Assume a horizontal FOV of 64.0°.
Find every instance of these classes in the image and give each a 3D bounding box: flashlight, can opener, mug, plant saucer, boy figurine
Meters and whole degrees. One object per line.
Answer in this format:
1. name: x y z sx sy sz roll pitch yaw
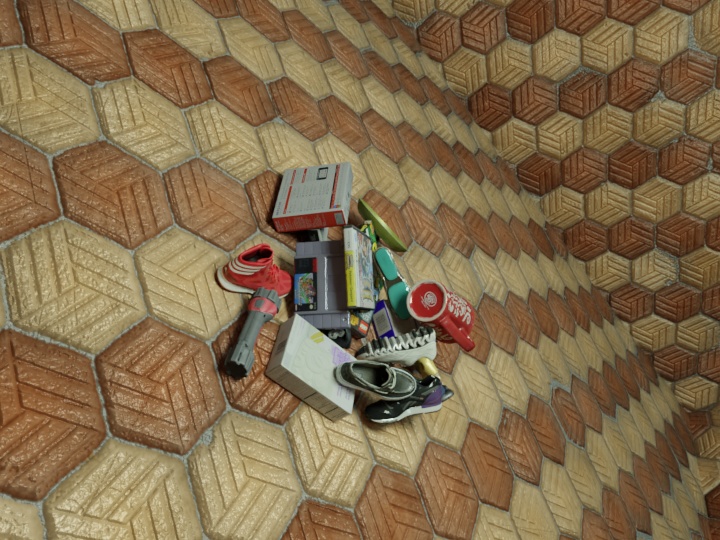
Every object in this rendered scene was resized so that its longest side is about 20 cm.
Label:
1. flashlight: -0.215 0.125 1.153 0.068 0.068 0.201 38 42 -23
2. can opener: -0.071 0.089 1.326 0.079 0.063 0.202 123 -52 -86
3. mug: 0.220 0.108 1.470 0.200 0.177 0.134 36 78 -57
4. plant saucer: 0.055 -0.118 1.592 0.200 0.031 0.200 46 8 -8
5. boy figurine: 0.170 0.245 1.503 0.201 0.064 0.124 65 -10 -11

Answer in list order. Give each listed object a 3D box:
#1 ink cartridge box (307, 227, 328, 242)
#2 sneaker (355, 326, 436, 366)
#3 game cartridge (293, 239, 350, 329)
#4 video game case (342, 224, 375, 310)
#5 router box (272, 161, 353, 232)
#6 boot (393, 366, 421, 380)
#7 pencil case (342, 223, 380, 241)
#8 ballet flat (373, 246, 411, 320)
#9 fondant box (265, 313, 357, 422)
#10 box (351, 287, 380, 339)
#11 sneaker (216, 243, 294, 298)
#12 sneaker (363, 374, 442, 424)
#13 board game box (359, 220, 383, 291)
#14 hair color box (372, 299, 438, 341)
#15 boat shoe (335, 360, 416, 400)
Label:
1. ink cartridge box: -0.104 -0.137 1.497 0.095 0.037 0.201 82 11 -45
2. sneaker: 0.089 0.199 1.386 0.075 0.198 0.082 -91 167 -72
3. game cartridge: -0.087 0.033 1.296 0.038 0.128 0.202 69 18 -76
4. video game case: 0.000 0.000 1.342 0.200 0.025 0.183 21 65 -75
5. router box: -0.115 -0.187 1.445 0.201 0.178 0.049 -84 164 -44
6. boot: 0.098 0.294 1.399 0.199 0.075 0.098 17 47 -47
7. pencil case: -0.016 -0.054 1.546 0.090 0.078 0.200 51 33 -6
8. ballet flat: 0.088 0.033 1.505 0.067 0.067 0.202 130 -58 -85
9. fondant box: -0.097 0.209 1.236 0.200 0.058 0.145 41 36 -24
10. box: -0.047 0.060 1.412 0.200 0.040 0.138 37 54 -27
11. sneaker: -0.194 0.005 1.230 0.199 0.115 0.079 4 58 -51
12. sneaker: 0.097 0.289 1.336 0.198 0.076 0.088 -8 107 -25
13. board game box: 0.023 -0.019 1.515 0.105 0.023 0.201 -61 145 -49
14. hair color box: 0.119 0.148 1.562 0.199 0.065 0.110 12 53 -45
15. boat shoe: 0.045 0.238 1.241 0.199 0.071 0.073 14 69 -27
